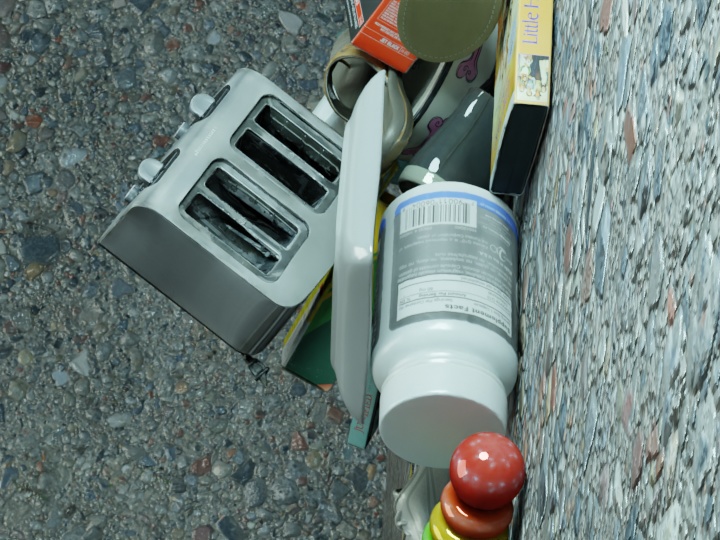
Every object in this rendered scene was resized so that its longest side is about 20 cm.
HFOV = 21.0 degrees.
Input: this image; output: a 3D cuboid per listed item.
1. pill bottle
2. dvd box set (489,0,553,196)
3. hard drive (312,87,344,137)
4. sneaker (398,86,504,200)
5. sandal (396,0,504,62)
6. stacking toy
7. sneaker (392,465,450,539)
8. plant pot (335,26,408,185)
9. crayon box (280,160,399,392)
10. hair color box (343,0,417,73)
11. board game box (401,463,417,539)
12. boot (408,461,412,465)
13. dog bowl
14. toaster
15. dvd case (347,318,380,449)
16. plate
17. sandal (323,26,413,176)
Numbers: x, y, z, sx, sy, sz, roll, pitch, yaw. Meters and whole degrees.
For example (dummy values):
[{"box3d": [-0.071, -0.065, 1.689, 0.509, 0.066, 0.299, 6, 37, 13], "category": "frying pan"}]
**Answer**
[{"box3d": [0.065, 0.042, 1.486, 0.114, 0.113, 0.201, 96, 178, -51], "category": "pill bottle"}, {"box3d": [0.124, -0.179, 1.486, 0.147, 0.029, 0.202, 98, 177, -66], "category": "dvd box set"}, {"box3d": [0.046, -0.200, 1.827, 0.201, 0.026, 0.132, -54, -30, -1], "category": "hard drive"}, {"box3d": [0.101, -0.061, 1.625, 0.107, 0.074, 0.200, -54, -26, -16], "category": "sneaker"}, {"box3d": [0.090, -0.246, 1.481, 0.070, 0.077, 0.212, -61, -4, -35], "category": "sandal"}, {"box3d": [0.077, 0.199, 1.409, 0.086, 0.084, 0.201, -87, 8, -49], "category": "stacking toy"}, {"box3d": [0.065, 0.221, 1.628, 0.075, 0.080, 0.202, 107, 167, -75], "category": "sneaker"}, {"box3d": [0.048, -0.182, 2.053, 0.201, 0.159, 0.203, -175, 90, -89], "category": "plant pot"}, {"box3d": [0.000, 0.000, 1.716, 0.201, 0.051, 0.127, -60, 5, 8], "category": "crayon box"}, {"box3d": [0.065, -0.273, 1.600, 0.200, 0.061, 0.102, -51, 28, 26], "category": "hair color box"}, {"box3d": [0.070, 0.254, 1.792, 0.166, 0.056, 0.202, -91, 6, -59], "category": "board game box"}, {"box3d": [0.029, 0.080, 1.881, 0.200, 0.068, 0.190, 53, -148, -42], "category": "boot"}, {"box3d": [0.066, -0.180, 1.683, 0.200, 0.073, 0.201, -47, 32, 41], "category": "dog bowl"}, {"box3d": [-0.095, -0.043, 1.656, 0.181, 0.199, 0.119, -54, 5, -31], "category": "toaster"}, {"box3d": [0.041, 0.045, 1.728, 0.200, 0.022, 0.147, -55, -18, -51], "category": "dvd case"}, {"box3d": [-0.003, -0.018, 1.503, 0.201, 0.032, 0.201, 93, 180, -48], "category": "plate"}, {"box3d": [-0.003, -0.153, 1.649, 0.082, 0.054, 0.201, -54, 27, 30], "category": "sandal"}]
